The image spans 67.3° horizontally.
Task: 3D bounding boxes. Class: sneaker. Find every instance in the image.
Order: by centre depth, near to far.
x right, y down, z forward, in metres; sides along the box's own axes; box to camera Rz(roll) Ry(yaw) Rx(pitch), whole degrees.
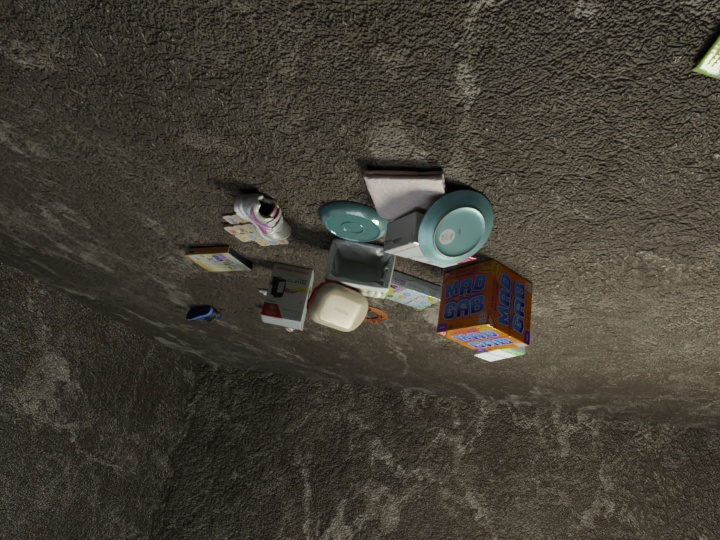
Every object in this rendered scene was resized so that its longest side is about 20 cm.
[{"bbox_3d":[-0.254,-0.145,1.492,0.087,0.082,0.200,-4,154,35],"label":"sneaker"},{"bbox_3d":[-0.758,0.219,2.613,0.198,0.071,0.078,-8,144,37],"label":"sneaker"}]

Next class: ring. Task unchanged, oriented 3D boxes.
[{"bbox_3d":[0.011,0.181,2.223,0.198,0.019,0.201,10,158,4],"label":"ring"}]

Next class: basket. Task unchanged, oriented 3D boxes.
[{"bbox_3d":[0.000,0.000,1.646,0.197,0.137,0.124,10,160,5],"label":"basket"}]

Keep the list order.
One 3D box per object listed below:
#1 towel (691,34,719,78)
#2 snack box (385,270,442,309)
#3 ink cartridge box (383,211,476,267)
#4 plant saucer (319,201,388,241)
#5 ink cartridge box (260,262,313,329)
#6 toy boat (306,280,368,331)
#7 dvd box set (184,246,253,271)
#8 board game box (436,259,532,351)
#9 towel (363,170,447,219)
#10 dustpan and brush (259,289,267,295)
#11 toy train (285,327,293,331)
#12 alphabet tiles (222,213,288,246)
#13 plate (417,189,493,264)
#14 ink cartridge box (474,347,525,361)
[{"bbox_3d":[0.601,-0.314,0.761,0.197,0.023,0.144,10,158,5],"label":"towel"},{"bbox_3d":[0.156,0.068,1.838,0.198,0.054,0.142,19,158,-18],"label":"snack box"},{"bbox_3d":[0.179,-0.076,1.395,0.198,0.085,0.145,13,166,-26],"label":"ink cartridge box"},{"bbox_3d":[-0.019,-0.127,1.495,0.197,0.028,0.201,10,157,4],"label":"plant saucer"},{"bbox_3d":[-0.253,0.088,1.889,0.144,0.202,0.083,10,155,1],"label":"ink cartridge box"},{"bbox_3d":[-0.076,0.097,1.629,0.199,0.132,0.131,24,-169,-34],"label":"toy boat"},{"bbox_3d":[-0.502,-0.039,1.926,0.198,0.030,0.146,-2,155,27],"label":"dvd box set"},{"bbox_3d":[0.379,0.115,1.648,0.198,0.203,0.199,25,154,-31],"label":"board game box"},{"bbox_3d":[0.116,-0.179,1.299,0.188,0.033,0.200,3,157,16],"label":"towel"},{"bbox_3d":[-0.314,0.108,2.175,0.197,0.058,0.140,2,155,5],"label":"dustpan and brush"},{"bbox_3d":[-0.338,0.210,2.417,0.149,0.056,0.200,-4,150,36],"label":"toy train"},{"bbox_3d":[-0.321,-0.123,1.665,0.198,0.015,0.195,-4,154,31],"label":"alphabet tiles"},{"bbox_3d":[0.231,-0.095,1.286,0.197,0.026,0.202,-10,126,-14],"label":"plate"},{"bbox_3d":[0.503,0.235,1.947,0.083,0.147,0.200,19,157,-18],"label":"ink cartridge box"}]
